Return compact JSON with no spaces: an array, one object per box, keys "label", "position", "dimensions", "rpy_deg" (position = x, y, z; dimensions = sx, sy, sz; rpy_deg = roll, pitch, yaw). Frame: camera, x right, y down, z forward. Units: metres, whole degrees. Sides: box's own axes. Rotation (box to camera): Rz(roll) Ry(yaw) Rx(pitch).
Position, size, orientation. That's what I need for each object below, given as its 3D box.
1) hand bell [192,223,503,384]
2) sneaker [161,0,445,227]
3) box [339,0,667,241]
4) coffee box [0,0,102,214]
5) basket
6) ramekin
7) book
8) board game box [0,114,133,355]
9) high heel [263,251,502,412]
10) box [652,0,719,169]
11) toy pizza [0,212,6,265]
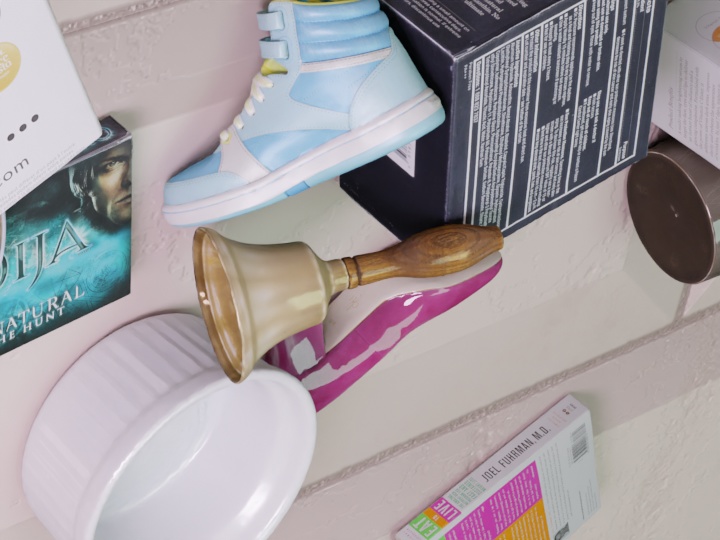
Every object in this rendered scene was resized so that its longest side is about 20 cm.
[{"label":"hand bell","position":[0.000,0.000,1.794],"dimensions":[0.199,0.104,0.104],"rpy_deg":[-14,136,-15]},{"label":"sneaker","position":[-0.057,-0.114,1.765],"dimensions":[0.199,0.131,0.080],"rpy_deg":[-23,-173,15]},{"label":"box","position":[0.096,-0.138,1.866],"dimensions":[0.198,0.123,0.201],"rpy_deg":[-28,142,-28]},{"label":"coffee box","position":[-0.286,-0.120,1.365],"dimensions":[0.200,0.200,0.198],"rpy_deg":[-39,145,-17]},{"label":"basket","position":[0.324,-0.077,2.183],"dimensions":[0.199,0.136,0.180],"rpy_deg":[-23,177,-26]},{"label":"ramekin","position":[-0.135,0.126,1.875],"dimensions":[0.200,0.098,0.201],"rpy_deg":[-31,143,-27]},{"label":"book","position":[0.119,0.209,2.304],"dimensions":[0.200,0.048,0.134],"rpy_deg":[-36,142,-22]},{"label":"board game box","position":[-0.228,-0.003,1.702],"dimensions":[0.200,0.028,0.136],"rpy_deg":[-27,141,-31]},{"label":"high heel","position":[0.018,0.046,1.995],"dimensions":[0.199,0.067,0.096],"rpy_deg":[-24,129,-27]},{"label":"box","position":[0.336,-0.141,2.075],"dimensions":[0.152,0.200,0.107],"rpy_deg":[-33,142,-24]},{"label":"toy pizza","position":[-0.294,-0.003,1.581],"dimensions":[0.199,0.032,0.201],"rpy_deg":[-16,125,-24]}]
